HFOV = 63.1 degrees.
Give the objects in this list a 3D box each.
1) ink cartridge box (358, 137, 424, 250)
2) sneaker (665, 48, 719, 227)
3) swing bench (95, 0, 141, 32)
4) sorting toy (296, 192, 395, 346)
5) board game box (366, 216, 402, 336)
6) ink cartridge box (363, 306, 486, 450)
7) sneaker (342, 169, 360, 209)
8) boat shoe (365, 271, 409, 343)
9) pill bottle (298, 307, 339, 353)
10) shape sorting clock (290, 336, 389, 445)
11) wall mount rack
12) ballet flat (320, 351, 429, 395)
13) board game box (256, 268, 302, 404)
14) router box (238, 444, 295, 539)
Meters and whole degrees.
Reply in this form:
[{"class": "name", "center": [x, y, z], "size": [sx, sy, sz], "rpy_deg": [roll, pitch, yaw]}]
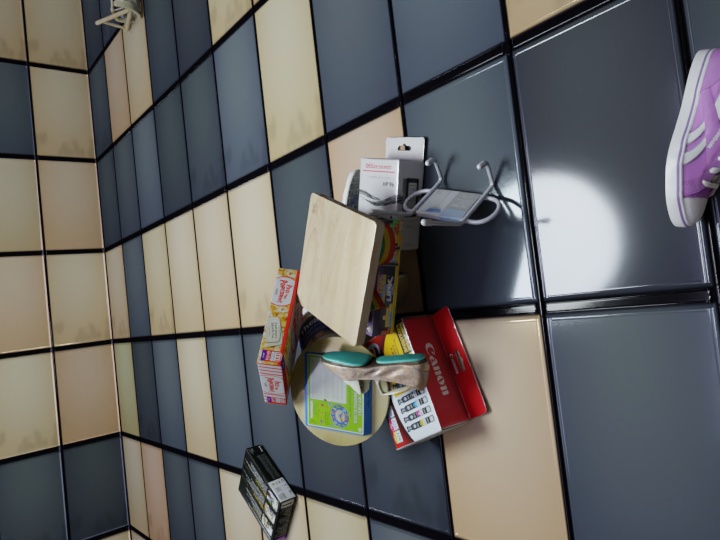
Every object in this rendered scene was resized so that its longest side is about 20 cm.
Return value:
[{"class": "ink cartridge box", "center": [0.055, -0.147, 1.094], "size": [0.115, 0.067, 0.205], "rpy_deg": [14, 104, 50]}, {"class": "sneaker", "center": [0.414, -0.143, 0.652], "size": [0.113, 0.072, 0.205], "rpy_deg": [19, 108, 45]}, {"class": "swing bench", "center": [-0.867, -1.004, 2.112], "size": [0.198, 0.128, 0.204], "rpy_deg": [-5, 89, 45]}, {"class": "sorting toy", "center": [-0.021, -0.008, 0.995], "size": [0.198, 0.068, 0.204], "rpy_deg": [30, 115, 50]}, {"class": "board game box", "center": [0.000, 0.000, 1.072], "size": [0.164, 0.056, 0.205], "rpy_deg": [15, 104, 55]}, {"class": "ink cartridge box", "center": [0.109, 0.190, 1.047], "size": [0.175, 0.083, 0.203], "rpy_deg": [-40, 62, 44]}, {"class": "sneaker", "center": [-0.024, -0.105, 1.197], "size": [0.087, 0.073, 0.205], "rpy_deg": [26, 113, 51]}, {"class": "boat shoe", "center": [0.029, 0.069, 1.146], "size": [0.065, 0.071, 0.202], "rpy_deg": [52, 136, 27]}, {"class": "pill bottle", "center": [-0.074, 0.143, 1.215], "size": [0.200, 0.108, 0.113], "rpy_deg": [-127, 45, -65]}, {"class": "shape sorting clock", "center": [-0.039, 0.222, 1.084], "size": [0.196, 0.039, 0.205], "rpy_deg": [3, 96, 24]}, {"class": "wall mount rack", "center": [0.118, -0.112, 0.945], "size": [0.198, 0.174, 0.075], "rpy_deg": [15, 143, 47]}, {"class": "ballet flat", "center": [0.022, 0.177, 0.996], "size": [0.196, 0.068, 0.069], "rpy_deg": [-1, 99, 25]}, {"class": "board game box", "center": [-0.147, 0.123, 1.100], "size": [0.153, 0.045, 0.203], "rpy_deg": [94, -178, -53]}, {"class": "router box", "center": [-0.252, 0.588, 1.553], "size": [0.199, 0.050, 0.152], "rpy_deg": [40, 124, 42]}]
